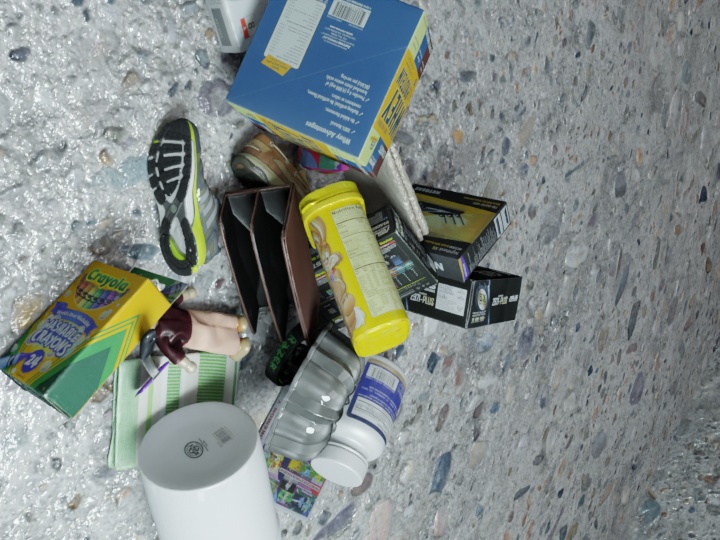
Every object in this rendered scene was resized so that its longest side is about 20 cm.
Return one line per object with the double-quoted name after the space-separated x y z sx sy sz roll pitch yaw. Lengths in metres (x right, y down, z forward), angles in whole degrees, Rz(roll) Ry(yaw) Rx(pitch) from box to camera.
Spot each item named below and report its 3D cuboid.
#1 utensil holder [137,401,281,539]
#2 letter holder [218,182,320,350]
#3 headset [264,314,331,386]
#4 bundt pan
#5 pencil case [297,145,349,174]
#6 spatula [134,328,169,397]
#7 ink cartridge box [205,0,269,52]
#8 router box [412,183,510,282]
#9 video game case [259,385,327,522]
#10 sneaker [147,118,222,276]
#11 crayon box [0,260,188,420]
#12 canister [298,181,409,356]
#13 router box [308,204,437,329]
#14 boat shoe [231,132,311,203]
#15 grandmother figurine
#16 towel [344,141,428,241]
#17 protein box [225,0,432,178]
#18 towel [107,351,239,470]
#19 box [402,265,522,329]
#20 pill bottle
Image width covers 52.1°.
-0.203 0.305 0.995 0.170 0.169 0.201 -35 134 -37 "utensil holder"
-0.124 0.007 1.011 0.143 0.100 0.201 -91 172 -54 "letter holder"
-0.072 0.130 1.156 0.124 0.094 0.200 -55 165 11 "headset"
-0.055 0.179 1.030 0.203 0.075 0.202 -62 173 -12 "bundt pan"
-0.050 -0.247 1.108 0.088 0.088 0.201 -5 102 -48 "pencil case"
-0.256 0.111 0.892 0.057 0.021 0.200 -51 174 -28 "spatula"
-0.127 -0.405 0.999 0.200 0.050 0.163 -37 127 -33 "ink cartridge box"
0.133 -0.070 1.272 0.157 0.199 0.052 -48 135 -29 "router box"
-0.108 0.311 1.241 0.200 0.023 0.183 45 66 -46 "video game case"
-0.225 -0.098 0.970 0.081 0.073 0.201 -31 124 -62 "sneaker"
-0.311 0.062 0.860 0.200 0.125 0.052 -53 134 -25 "crayon box"
-0.006 0.002 0.984 0.086 0.201 0.149 -21 162 -3 "canister"
0.000 0.000 1.154 0.150 0.199 0.062 46 24 -46 "router box"
-0.104 -0.123 1.085 0.200 0.075 0.074 48 60 -46 "boat shoe"
-0.240 0.080 0.993 0.199 0.060 0.122 19 43 -45 "grandmother figurine"
0.034 -0.137 1.192 0.034 0.132 0.201 -45 132 -25 "towel"
-0.036 -0.262 0.981 0.201 0.198 0.135 -66 169 1 "protein box"
-0.257 0.190 1.038 0.199 0.023 0.154 -2 101 -47 "towel"
0.162 0.034 1.334 0.163 0.199 0.087 -2 103 -48 "box"
-0.006 0.249 1.232 0.120 0.119 0.201 60 43 -39 "pill bottle"
